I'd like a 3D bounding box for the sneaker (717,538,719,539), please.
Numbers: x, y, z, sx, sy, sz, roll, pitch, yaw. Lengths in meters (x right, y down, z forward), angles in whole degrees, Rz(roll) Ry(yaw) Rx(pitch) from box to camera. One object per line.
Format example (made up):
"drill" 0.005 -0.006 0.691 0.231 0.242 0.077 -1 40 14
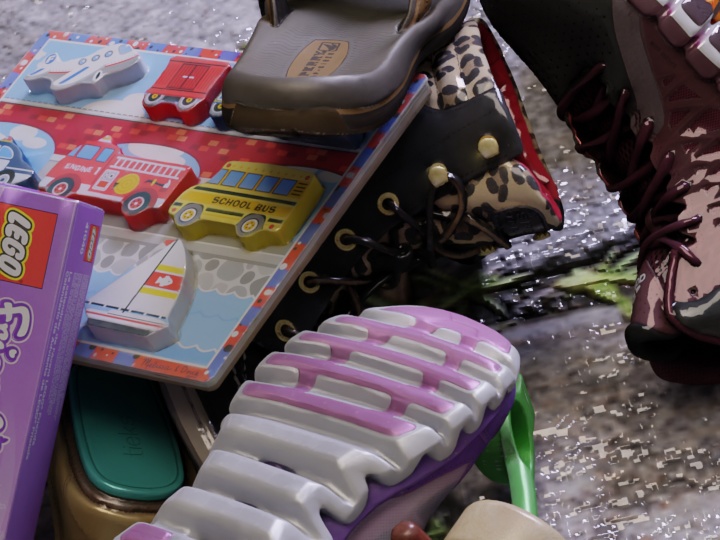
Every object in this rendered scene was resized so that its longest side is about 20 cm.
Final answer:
"sneaker" 0.176 0.143 0.862 0.199 0.075 0.091 24 66 -9

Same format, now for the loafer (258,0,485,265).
"loafer" 0.024 -0.079 1.237 0.072 0.073 0.200 -18 46 -15

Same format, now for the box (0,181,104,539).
"box" -0.177 0.060 1.049 0.136 0.039 0.201 12 88 11

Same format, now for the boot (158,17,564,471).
"boot" 0.000 0.000 1.103 0.150 0.073 0.201 -23 44 10

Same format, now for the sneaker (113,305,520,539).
"sneaker" -0.017 0.093 1.005 0.080 0.089 0.200 18 48 35

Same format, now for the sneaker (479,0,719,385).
"sneaker" 0.108 -0.031 1.111 0.199 0.076 0.116 35 65 3

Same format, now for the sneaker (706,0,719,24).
"sneaker" 0.143 -0.091 1.224 0.112 0.078 0.200 -30 33 -12

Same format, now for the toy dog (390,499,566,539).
"toy dog" 0.075 0.127 0.927 0.199 0.097 0.133 4 56 19

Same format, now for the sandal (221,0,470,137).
"sandal" -0.009 -0.103 1.096 0.081 0.055 0.200 -1 23 15

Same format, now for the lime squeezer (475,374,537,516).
"lime squeezer" 0.033 0.058 1.092 0.070 0.038 0.200 -16 32 -24

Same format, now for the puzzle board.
"puzzle board" -0.089 -0.030 1.114 0.199 0.017 0.151 9 52 39

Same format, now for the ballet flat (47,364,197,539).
"ballet flat" -0.100 0.048 1.133 0.068 0.063 0.201 6 35 -12
